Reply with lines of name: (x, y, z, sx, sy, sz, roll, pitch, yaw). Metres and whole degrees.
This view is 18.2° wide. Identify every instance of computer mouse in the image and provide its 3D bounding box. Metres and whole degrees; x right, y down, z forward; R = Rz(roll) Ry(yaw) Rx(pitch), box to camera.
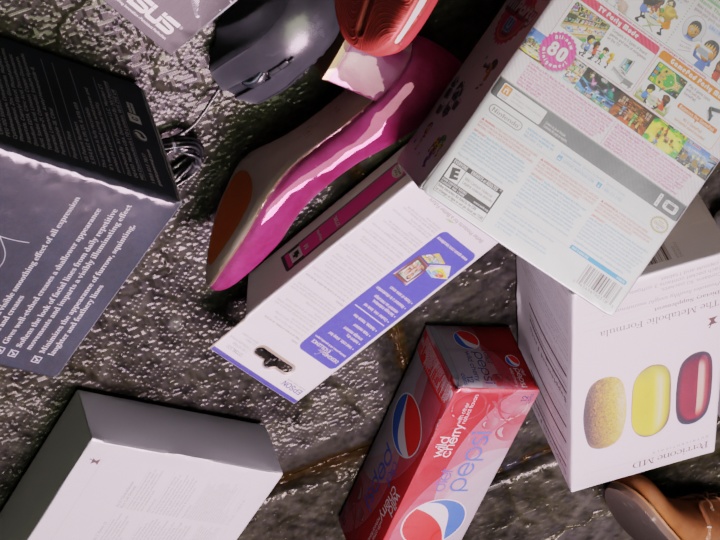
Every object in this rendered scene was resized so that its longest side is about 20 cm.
computer mouse: (-0.082, -0.097, 1.318, 0.058, 0.034, 0.200, 24, 120, -40)

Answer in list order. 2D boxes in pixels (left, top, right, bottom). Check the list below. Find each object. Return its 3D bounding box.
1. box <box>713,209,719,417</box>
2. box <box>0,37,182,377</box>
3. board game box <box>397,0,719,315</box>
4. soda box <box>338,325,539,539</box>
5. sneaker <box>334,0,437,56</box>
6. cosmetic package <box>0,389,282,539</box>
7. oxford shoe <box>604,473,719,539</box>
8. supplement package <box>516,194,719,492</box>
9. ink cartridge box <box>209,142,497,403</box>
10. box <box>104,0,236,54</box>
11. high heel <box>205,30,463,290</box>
box: (0.360, 0.059, 1.545, 0.197, 0.201, 0.172, -14, 139, -12)
box: (-0.227, -0.045, 1.251, 0.199, 0.107, 0.149, 17, 124, -36)
board game box: (0.140, -0.099, 1.317, 0.147, 0.064, 0.201, 33, 98, -20)
soda box: (0.053, 0.131, 1.582, 0.069, 0.064, 0.201, 2, 132, -25)
sneaker: (0.067, -0.194, 1.208, 0.115, 0.078, 0.201, 26, 87, -45)
cosmetic package: (-0.167, 0.178, 1.541, 0.150, 0.052, 0.201, 12, 126, -35)
oxford shoe: (0.255, 0.196, 1.749, 0.072, 0.071, 0.200, -56, 134, -6)
supplement package: (0.173, 0.034, 1.503, 0.113, 0.110, 0.201, -15, 137, -8)
ink cartridge box: (0.000, 0.000, 1.450, 0.200, 0.037, 0.095, -40, 136, 14)
box: (-0.108, -0.223, 1.170, 0.158, 0.049, 0.200, -37, 136, 14)
high heel: (-0.016, -0.059, 1.362, 0.095, 0.067, 0.201, 22, 108, -26)
